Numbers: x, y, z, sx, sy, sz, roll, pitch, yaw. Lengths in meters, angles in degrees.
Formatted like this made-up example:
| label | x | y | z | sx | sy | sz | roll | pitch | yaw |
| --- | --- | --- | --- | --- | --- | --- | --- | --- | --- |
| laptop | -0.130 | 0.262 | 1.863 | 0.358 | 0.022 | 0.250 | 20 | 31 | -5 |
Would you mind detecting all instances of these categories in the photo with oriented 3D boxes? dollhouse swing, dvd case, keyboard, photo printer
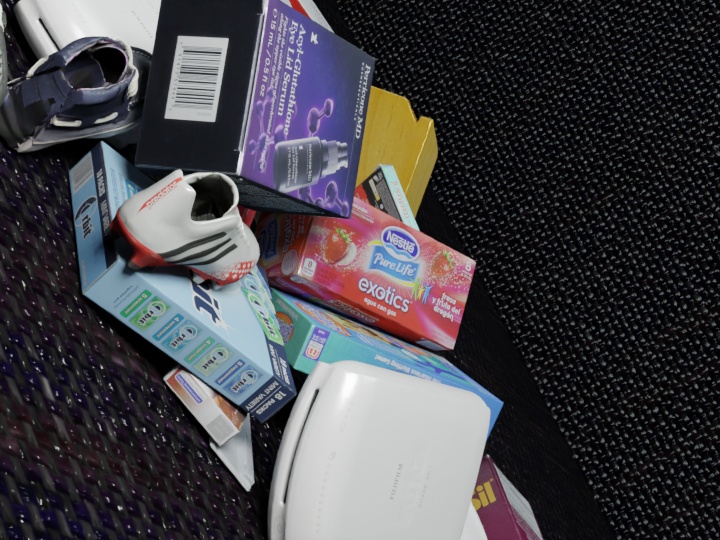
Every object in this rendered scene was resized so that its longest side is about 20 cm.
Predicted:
| label | x | y | z | sx | sy | sz | roll | pitch | yaw |
| --- | --- | --- | --- | --- | --- | --- | --- | --- | --- |
| dollhouse swing | -0.010 | -0.116 | 1.922 | 0.198 | 0.183 | 0.176 | 21 | 0 | 19 |
| dvd case | 0.001 | -0.005 | 1.800 | 0.022 | 0.200 | 0.147 | -8 | 68 | -40 |
| keyboard | -0.113 | 0.111 | 1.396 | 0.056 | 0.011 | 0.200 | 49 | 13 | -25 |
| photo printer | -0.217 | -0.205 | 1.475 | 0.167 | 0.069 | 0.200 | 54 | 25 | -10 |
| photo printer | 0.011 | 0.164 | 1.346 | 0.069 | 0.168 | 0.199 | 13 | -4 | 44 |

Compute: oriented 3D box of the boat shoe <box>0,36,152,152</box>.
| label | x | y | z | sx | sy | sz | roll | pitch | yaw |
| --- | --- | --- | --- | --- | --- | --- | --- | --- | --- |
| boat shoe | -0.197 | -0.149 | 1.297 | 0.075 | 0.092 | 0.200 | 61 | 34 | -5 |

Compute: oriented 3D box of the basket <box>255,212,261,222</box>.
| label | x | y | z | sx | sy | sz | roll | pitch | yaw |
| --- | --- | --- | --- | --- | --- | --- | --- | --- | --- |
| basket | -0.058 | -0.030 | 1.736 | 0.179 | 0.136 | 0.201 | 15 | 34 | -44 |

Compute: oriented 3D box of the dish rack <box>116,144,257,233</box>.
| label | x | y | z | sx | sy | sz | roll | pitch | yaw |
| --- | --- | --- | --- | --- | --- | --- | --- | --- | --- |
| dish rack | -0.170 | -0.090 | 1.572 | 0.200 | 0.054 | 0.154 | 50 | 13 | -42 |

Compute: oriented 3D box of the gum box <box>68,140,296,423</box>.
| label | x | y | z | sx | sy | sz | roll | pitch | yaw |
| --- | --- | --- | --- | --- | --- | --- | --- | --- | --- |
| gum box | -0.145 | 0.009 | 1.329 | 0.200 | 0.044 | 0.171 | 39 | 19 | -34 |

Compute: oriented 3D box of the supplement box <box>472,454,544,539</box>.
| label | x | y | z | sx | sy | sz | roll | pitch | yaw |
| --- | --- | --- | --- | --- | --- | --- | --- | --- | --- |
| supplement box | 0.121 | 0.306 | 1.632 | 0.103 | 0.130 | 0.201 | 51 | 12 | -38 |

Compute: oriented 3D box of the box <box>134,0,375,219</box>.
| label | x | y | z | sx | sy | sz | roll | pitch | yaw |
| --- | --- | --- | --- | --- | --- | --- | --- | --- | --- |
| box | -0.083 | -0.133 | 1.365 | 0.200 | 0.103 | 0.150 | 16 | 82 | -62 |

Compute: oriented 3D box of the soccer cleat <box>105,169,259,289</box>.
| label | x | y | z | sx | sy | sz | roll | pitch | yaw |
| --- | --- | --- | --- | --- | --- | --- | --- | --- | --- |
| soccer cleat | -0.116 | -0.036 | 1.269 | 0.069 | 0.085 | 0.200 | 55 | 17 | 18 |

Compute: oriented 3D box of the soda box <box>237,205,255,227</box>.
| label | x | y | z | sx | sy | sz | roll | pitch | yaw |
| --- | --- | --- | --- | --- | --- | --- | --- | --- | --- |
| soda box | -0.108 | -0.135 | 1.496 | 0.070 | 0.063 | 0.202 | 55 | 48 | -54 |

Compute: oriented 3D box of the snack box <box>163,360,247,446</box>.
| label | x | y | z | sx | sy | sz | roll | pitch | yaw |
| --- | --- | --- | --- | --- | --- | --- | --- | --- | --- |
| snack box | -0.117 | 0.080 | 1.381 | 0.072 | 0.024 | 0.200 | 50 | 13 | -9 |

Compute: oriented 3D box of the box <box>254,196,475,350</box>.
| label | x | y | z | sx | sy | sz | roll | pitch | yaw |
| --- | --- | --- | --- | --- | --- | --- | --- | --- | --- |
| box | 0.000 | 0.000 | 1.569 | 0.199 | 0.099 | 0.096 | 26 | 72 | -33 |

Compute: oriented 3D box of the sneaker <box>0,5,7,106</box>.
| label | x | y | z | sx | sy | sz | roll | pitch | yaw |
| --- | --- | --- | --- | --- | --- | --- | --- | --- | --- |
| sneaker | -0.287 | -0.186 | 1.199 | 0.201 | 0.074 | 0.088 | 64 | 13 | 24 |

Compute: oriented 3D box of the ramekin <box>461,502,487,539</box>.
| label | x | y | z | sx | sy | sz | roll | pitch | yaw |
| --- | --- | --- | --- | --- | --- | --- | --- | --- | --- |
| ramekin | 0.034 | 0.221 | 1.542 | 0.201 | 0.097 | 0.201 | 56 | 10 | -14 |

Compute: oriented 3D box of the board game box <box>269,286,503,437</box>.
| label | x | y | z | sx | sy | sz | roll | pitch | yaw |
| --- | --- | --- | --- | --- | --- | --- | --- | --- | --- |
| board game box | 0.012 | 0.084 | 1.492 | 0.199 | 0.045 | 0.152 | 24 | 4 | -21 |

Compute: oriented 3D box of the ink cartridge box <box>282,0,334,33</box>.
| label | x | y | z | sx | sy | sz | roll | pitch | yaw |
| --- | --- | --- | --- | --- | --- | --- | --- | --- | --- |
| ink cartridge box | -0.119 | -0.200 | 1.713 | 0.176 | 0.199 | 0.084 | 52 | 12 | -28 |
